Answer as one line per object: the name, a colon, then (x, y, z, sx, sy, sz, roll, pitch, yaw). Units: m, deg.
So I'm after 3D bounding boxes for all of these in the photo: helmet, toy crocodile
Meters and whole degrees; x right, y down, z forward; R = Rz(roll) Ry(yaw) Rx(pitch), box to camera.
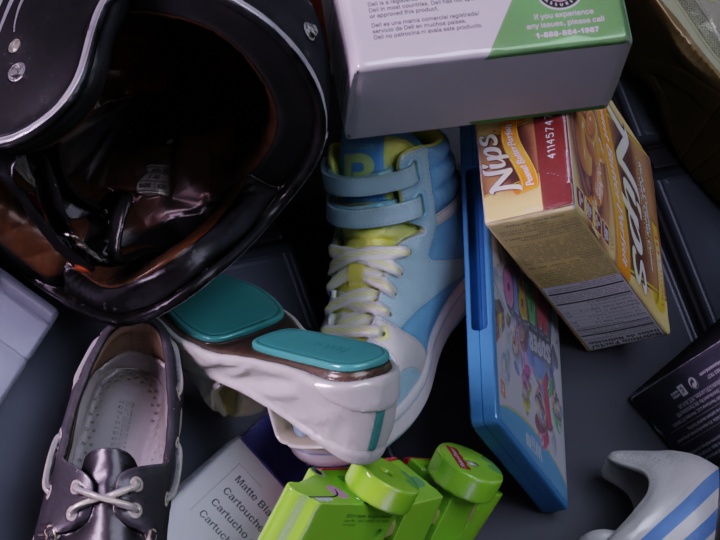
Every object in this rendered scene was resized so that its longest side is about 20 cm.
helmet: (-0.115, -0.090, 1.469, 0.200, 0.200, 0.191, 42, 70, -5)
toy crocodile: (0.012, 0.123, 1.484, 0.062, 0.068, 0.200, 36, 21, 30)

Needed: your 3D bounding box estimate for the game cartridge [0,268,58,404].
game cartridge: (-0.251, 0.056, 1.429, 0.133, 0.040, 0.201, 34, 55, -7)

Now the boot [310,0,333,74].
boot: (0.034, -0.179, 1.603, 0.199, 0.108, 0.075, -22, 40, -11)

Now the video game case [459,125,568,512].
video game case: (0.085, 0.016, 1.586, 0.018, 0.143, 0.201, -9, 64, 16)

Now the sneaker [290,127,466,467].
sneaker: (0.000, 0.000, 1.533, 0.200, 0.079, 0.131, -61, 142, -43)

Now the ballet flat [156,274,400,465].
ballet flat: (-0.050, 0.053, 1.478, 0.069, 0.200, 0.070, -12, 111, -34)

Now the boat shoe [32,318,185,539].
boat shoe: (-0.122, 0.107, 1.427, 0.073, 0.061, 0.201, 8, 45, 4)

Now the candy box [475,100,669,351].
candy box: (0.118, -0.045, 1.596, 0.200, 0.055, 0.116, 45, 37, -60)

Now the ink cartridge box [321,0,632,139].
ink cartridge box: (0.048, -0.182, 1.494, 0.144, 0.084, 0.201, -7, 68, -7)

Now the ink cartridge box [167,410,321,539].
ink cartridge box: (-0.031, 0.189, 1.483, 0.200, 0.041, 0.200, 48, 54, -1)

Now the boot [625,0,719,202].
boot: (0.242, -0.137, 1.773, 0.154, 0.072, 0.201, -30, 84, -38)

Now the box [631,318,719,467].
box: (0.295, 0.079, 1.677, 0.200, 0.104, 0.182, -38, 89, -36)

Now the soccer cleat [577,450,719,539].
soccer cleat: (0.155, 0.190, 1.579, 0.086, 0.070, 0.201, 14, 58, -5)
